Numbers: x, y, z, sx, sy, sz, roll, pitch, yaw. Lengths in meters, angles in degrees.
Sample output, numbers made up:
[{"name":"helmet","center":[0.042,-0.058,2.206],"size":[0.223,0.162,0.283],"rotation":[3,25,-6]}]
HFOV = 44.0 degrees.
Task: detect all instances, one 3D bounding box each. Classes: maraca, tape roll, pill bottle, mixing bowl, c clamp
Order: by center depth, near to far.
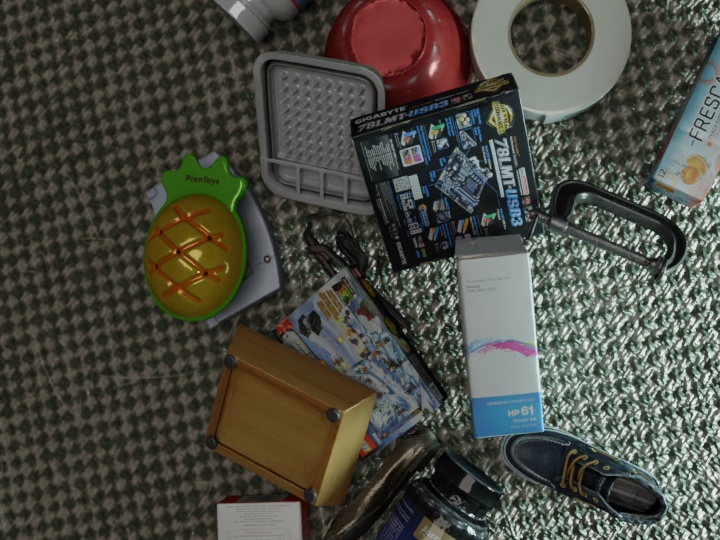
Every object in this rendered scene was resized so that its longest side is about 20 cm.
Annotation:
[{"name":"c clamp","center":[0.287,-0.041,1.036],"size":[0.196,0.172,0.027],"rotation":[20,129,2]},{"name":"pill bottle","center":[0.081,0.321,1.056],"size":[0.111,0.112,0.202],"rotation":[33,92,9]},{"name":"maraca","center":[-0.200,-0.040,1.087],"size":[0.134,0.107,0.205],"rotation":[6,87,9]},{"name":"tape roll","center":[0.232,-0.287,1.096],"size":[0.198,0.037,0.208],"rotation":[0,86,3]},{"name":"mixing bowl","center":[0.039,-0.271,1.098],"size":[0.195,0.108,0.205],"rotation":[0,88,9]},{"name":"pill bottle","center":[-0.094,-0.391,1.124],"size":[0.108,0.109,0.201],"rotation":[42,93,9]}]

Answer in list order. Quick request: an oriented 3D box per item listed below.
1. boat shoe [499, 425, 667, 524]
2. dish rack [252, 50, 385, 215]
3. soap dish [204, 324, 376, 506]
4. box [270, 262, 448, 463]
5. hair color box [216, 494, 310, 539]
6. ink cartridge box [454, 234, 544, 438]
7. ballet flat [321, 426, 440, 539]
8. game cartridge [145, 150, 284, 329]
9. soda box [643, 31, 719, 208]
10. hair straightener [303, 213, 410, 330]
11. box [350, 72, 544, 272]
[{"name":"boat shoe","center":[0.261,0.236,1.043],"size":[0.196,0.091,0.072],"rotation":[17,89,9]},{"name":"dish rack","center":[-0.043,-0.172,1.087],"size":[0.168,0.044,0.203],"rotation":[14,132,16]},{"name":"soap dish","center":[-0.092,0.179,1.078],"size":[0.197,0.081,0.160],"rotation":[24,109,18]},{"name":"box","center":[-0.003,0.114,1.094],"size":[0.136,0.040,0.202],"rotation":[-38,84,24]},{"name":"hair color box","center":[-0.116,0.386,1.107],"size":[0.108,0.064,0.205],"rotation":[-3,85,7]},{"name":"ink cartridge box","center":[0.157,0.068,1.021],"size":[0.083,0.145,0.205],"rotation":[-7,100,7]},{"name":"ballet flat","center":[0.018,0.269,1.095],"size":[0.046,0.067,0.200],"rotation":[43,91,23]},{"name":"game cartridge","center":[-0.182,-0.044,1.156],"size":[0.132,0.040,0.203],"rotation":[-27,83,10]},{"name":"soda box","center":[0.413,-0.180,1.058],"size":[0.067,0.064,0.203],"rotation":[26,90,9]},{"name":"hair straightener","center":[0.000,0.000,1.129],"size":[0.077,0.041,0.201],"rotation":[-39,78,5]},{"name":"box","center":[0.106,-0.109,1.051],"size":[0.194,0.050,0.203],"rotation":[-16,126,6]}]
